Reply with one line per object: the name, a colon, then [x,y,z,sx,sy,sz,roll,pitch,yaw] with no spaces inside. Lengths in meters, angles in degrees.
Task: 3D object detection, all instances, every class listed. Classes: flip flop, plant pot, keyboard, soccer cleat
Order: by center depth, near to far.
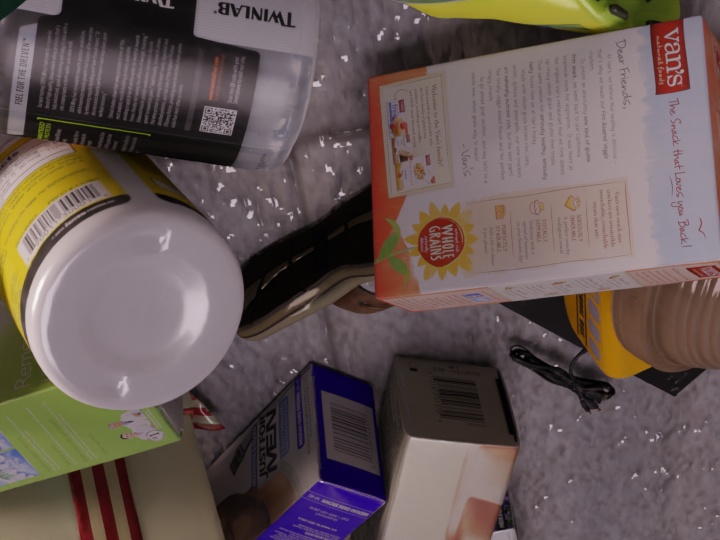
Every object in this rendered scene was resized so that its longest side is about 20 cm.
soccer cleat: [0.085,-0.165,0.769,0.199,0.065,0.084,10,164,-23]
plant pot: [0.252,-0.013,0.839,0.200,0.093,0.202,-29,137,-31]
flip flop: [0.000,0.000,0.903,0.199,0.081,0.058,-27,128,26]
keyboard: [0.174,0.045,1.015,0.200,0.021,0.127,28,120,-29]

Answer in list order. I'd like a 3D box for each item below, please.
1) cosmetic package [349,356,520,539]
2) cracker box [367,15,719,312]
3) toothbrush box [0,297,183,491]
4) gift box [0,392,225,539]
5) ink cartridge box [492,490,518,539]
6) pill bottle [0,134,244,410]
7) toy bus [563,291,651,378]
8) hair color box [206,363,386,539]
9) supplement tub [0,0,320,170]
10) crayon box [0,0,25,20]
cosmetic package: [0.050,0.177,1.044,0.087,0.104,0.201,7,122,-10]
cracker box: [0.106,-0.055,0.780,0.199,0.135,0.058,-7,167,25]
toothbrush box: [-0.220,0.056,0.887,0.199,0.146,0.086,-17,136,12]
gift box: [-0.189,0.189,1.005,0.199,0.187,0.185,-1,137,-26]
ink cartridge box: [0.038,0.247,1.189,0.199,0.051,0.109,-10,136,5]
pill bottle: [-0.151,-0.016,0.767,0.114,0.200,0.115,-12,119,-23]
toy bus: [0.167,-0.026,0.887,0.065,0.078,0.201,-21,137,-9]
hair color box: [-0.066,0.176,1.058,0.065,0.110,0.200,22,129,-26]
supplement tub: [-0.129,-0.125,0.727,0.199,0.123,0.123,7,135,-15]
crayon box: [-0.259,-0.174,0.629,0.172,0.058,0.201,-31,93,23]
